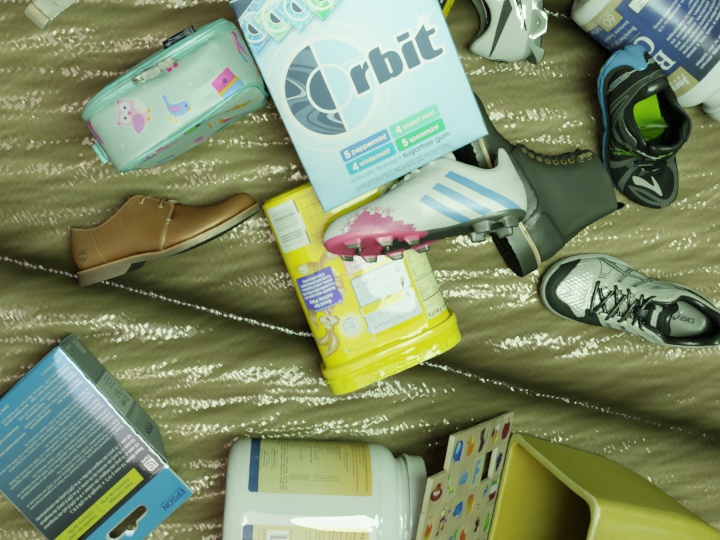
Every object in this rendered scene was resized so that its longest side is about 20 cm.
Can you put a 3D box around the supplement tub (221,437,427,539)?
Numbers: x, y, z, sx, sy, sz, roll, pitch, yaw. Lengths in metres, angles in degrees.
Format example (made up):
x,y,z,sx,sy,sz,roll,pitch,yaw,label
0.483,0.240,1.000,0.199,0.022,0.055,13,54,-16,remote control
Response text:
x,y,z,sx,sy,sz,roll,pitch,yaw,label
-0.036,0.245,0.924,0.195,0.144,0.148,4,97,-5,supplement tub

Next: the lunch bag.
x,y,z,sx,sy,sz,roll,pitch,yaw,label
-0.165,-0.152,0.834,0.158,0.200,0.078,-29,97,1,lunch bag

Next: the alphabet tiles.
x,y,z,sx,sy,sz,roll,pitch,yaw,label
0.101,0.236,0.924,0.007,0.199,0.171,14,97,29,alphabet tiles

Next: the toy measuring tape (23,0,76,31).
x,y,z,sx,sy,sz,roll,pitch,yaw,label
-0.235,-0.277,0.860,0.073,0.073,0.201,43,63,-9,toy measuring tape

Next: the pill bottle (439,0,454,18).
x,y,z,sx,sy,sz,roll,pitch,yaw,label
0.049,-0.300,0.877,0.112,0.114,0.203,24,95,-7,pill bottle

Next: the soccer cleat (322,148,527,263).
x,y,z,sx,sy,sz,roll,pitch,yaw,label
0.057,-0.063,0.861,0.195,0.070,0.088,-10,76,-8,soccer cleat

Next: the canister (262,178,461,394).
x,y,z,sx,sy,sz,roll,pitch,yaw,label
0.000,0.000,0.926,0.146,0.087,0.204,-22,97,-2,canister

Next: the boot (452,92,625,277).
x,y,z,sx,sy,sz,roll,pitch,yaw,label
0.174,-0.115,0.940,0.137,0.077,0.203,-30,110,-6,boot

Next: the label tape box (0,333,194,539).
x,y,z,sx,sy,sz,roll,pitch,yaw,label
-0.283,0.190,0.938,0.143,0.066,0.201,-40,101,1,label tape box

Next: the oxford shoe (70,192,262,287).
x,y,z,sx,sy,sz,roll,pitch,yaw,label
-0.195,-0.047,0.913,0.196,0.071,0.073,-18,93,-1,oxford shoe

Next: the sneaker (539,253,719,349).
x,y,z,sx,sy,sz,roll,pitch,yaw,label
0.286,0.032,0.954,0.195,0.088,0.077,11,98,-5,sneaker

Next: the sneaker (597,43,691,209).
x,y,z,sx,sy,sz,roll,pitch,yaw,label
0.281,-0.126,0.906,0.070,0.083,0.201,-29,137,0,sneaker

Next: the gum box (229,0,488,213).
x,y,z,sx,sy,sz,roll,pitch,yaw,label
0.001,-0.180,0.822,0.167,0.045,0.203,-24,108,2,gum box

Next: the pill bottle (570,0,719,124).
x,y,z,sx,sy,sz,roll,pitch,yaw,label
0.315,-0.233,0.909,0.198,0.111,0.112,36,93,-8,pill bottle

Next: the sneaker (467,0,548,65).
x,y,z,sx,sy,sz,roll,pitch,yaw,label
0.140,-0.308,0.903,0.086,0.074,0.205,1,97,-7,sneaker

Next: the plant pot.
x,y,z,sx,sy,sz,roll,pitch,yaw,label
0.257,0.301,0.942,0.196,0.195,0.199,10,97,-17,plant pot
